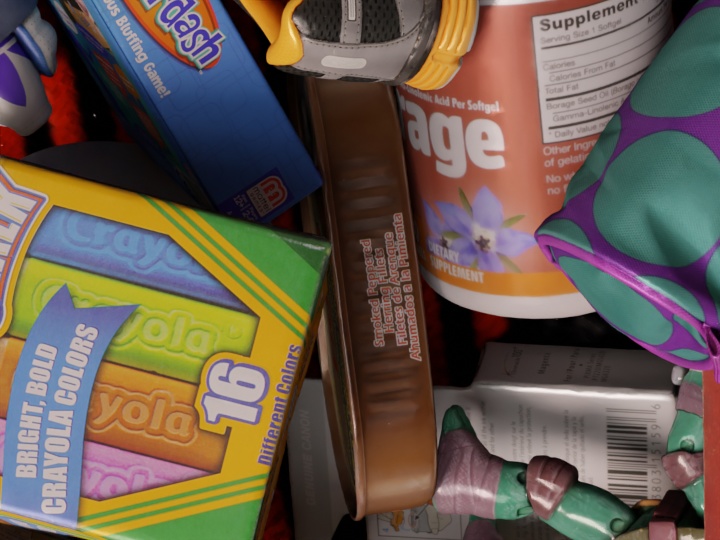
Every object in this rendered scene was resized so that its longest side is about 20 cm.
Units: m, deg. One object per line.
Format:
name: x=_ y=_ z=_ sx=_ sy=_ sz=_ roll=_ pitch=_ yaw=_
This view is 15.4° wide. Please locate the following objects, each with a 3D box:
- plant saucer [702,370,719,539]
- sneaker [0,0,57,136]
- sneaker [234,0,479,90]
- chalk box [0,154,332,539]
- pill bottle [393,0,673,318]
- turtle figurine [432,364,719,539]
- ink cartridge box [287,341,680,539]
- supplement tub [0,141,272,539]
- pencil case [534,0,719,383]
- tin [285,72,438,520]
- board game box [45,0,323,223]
plant saucer: x=0.233 y=0.054 z=1.032 sx=0.198 sy=0.037 sz=0.201 roll=0 pitch=88 yaw=-4
sneaker: x=-0.168 y=-0.121 z=1.037 sx=0.081 sy=0.200 sz=0.146 roll=-43 pitch=83 yaw=-13
sneaker: x=-0.034 y=-0.146 z=0.981 sx=0.200 sy=0.077 sz=0.078 roll=54 pitch=137 yaw=30
chalk box: x=-0.121 y=0.031 z=0.968 sx=0.199 sy=0.125 sz=0.125 roll=14 pitch=82 yaw=1
pill bottle: x=0.065 y=-0.092 z=1.034 sx=0.112 sy=0.112 sz=0.201 roll=-1 pitch=117 yaw=15
turtle figurine: x=0.134 y=0.106 z=1.091 sx=0.199 sy=0.101 sz=0.150 roll=3 pitch=118 yaw=17
ink cartridge box: x=0.060 y=0.127 z=1.195 sx=0.173 sy=0.044 sz=0.201 roll=3 pitch=118 yaw=13
supplement tub: x=-0.112 y=0.061 z=1.137 sx=0.144 sy=0.145 sz=0.201 roll=17 pitch=124 yaw=5
pencil case: x=0.153 y=-0.060 z=0.983 sx=0.092 sy=0.200 sz=0.085 roll=32 pitch=167 yaw=28
tin: x=0.000 y=0.000 z=1.078 sx=0.042 sy=0.112 sz=0.201 roll=-9 pitch=100 yaw=-10
board game box: x=-0.100 y=-0.121 z=1.027 sx=0.045 sy=0.152 sz=0.200 roll=-34 pitch=118 yaw=-7
